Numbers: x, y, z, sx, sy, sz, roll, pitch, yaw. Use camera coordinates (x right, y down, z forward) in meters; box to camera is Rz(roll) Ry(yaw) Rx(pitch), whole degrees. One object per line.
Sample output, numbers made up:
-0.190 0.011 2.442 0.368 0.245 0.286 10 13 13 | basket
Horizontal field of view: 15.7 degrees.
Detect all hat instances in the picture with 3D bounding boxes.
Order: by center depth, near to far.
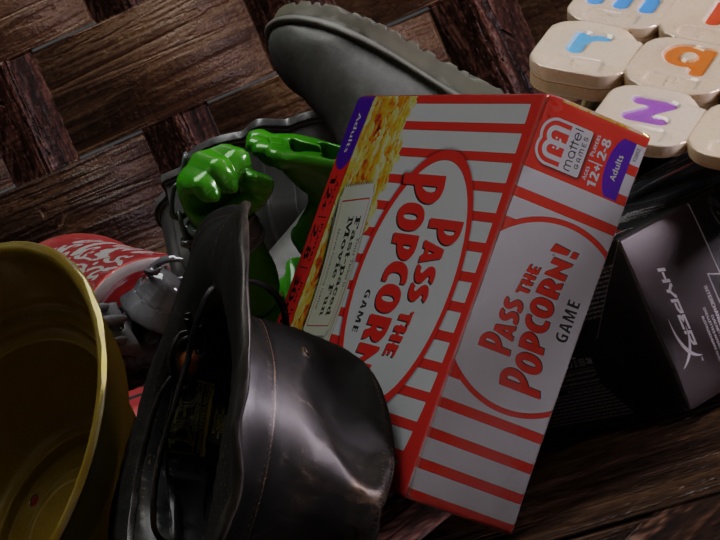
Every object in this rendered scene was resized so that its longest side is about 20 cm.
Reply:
-0.034 0.071 0.920 0.081 0.201 0.201 16 -4 -12 | hat

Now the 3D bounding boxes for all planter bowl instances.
-0.146 0.095 1.079 0.200 0.201 0.083 -19 -37 38 | planter bowl

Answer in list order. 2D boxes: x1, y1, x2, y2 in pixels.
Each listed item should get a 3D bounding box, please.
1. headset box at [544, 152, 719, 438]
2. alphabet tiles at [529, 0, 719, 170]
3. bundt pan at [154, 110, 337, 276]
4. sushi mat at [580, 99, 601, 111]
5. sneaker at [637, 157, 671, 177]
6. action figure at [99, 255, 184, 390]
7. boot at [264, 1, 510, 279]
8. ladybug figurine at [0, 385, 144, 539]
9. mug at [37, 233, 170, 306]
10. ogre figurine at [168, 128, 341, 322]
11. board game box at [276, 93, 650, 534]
0.144 -0.005 1.083 0.200 0.075 0.149 -27 6 -34 | headset box
0.174 -0.080 1.050 0.200 0.015 0.196 12 32 18 | alphabet tiles
-0.011 -0.006 1.419 0.201 0.076 0.202 -4 -27 -2 | bundt pan
0.099 -0.031 1.176 0.096 0.012 0.200 -26 -38 -56 | sushi mat
0.160 -0.051 1.310 0.078 0.089 0.200 12 27 26 | sneaker
-0.151 0.060 1.276 0.200 0.069 0.130 -46 -32 22 | action figure
-0.022 -0.023 1.277 0.182 0.073 0.200 26 73 30 | boot
-0.108 0.097 1.185 0.200 0.072 0.136 -21 6 29 | ladybug figurine
-0.139 0.033 1.689 0.177 0.134 0.200 -27 9 -18 | mug
0.000 0.000 1.150 0.098 0.120 0.200 20 18 29 | ogre figurine
0.027 0.010 1.001 0.046 0.152 0.200 21 -4 -20 | board game box
